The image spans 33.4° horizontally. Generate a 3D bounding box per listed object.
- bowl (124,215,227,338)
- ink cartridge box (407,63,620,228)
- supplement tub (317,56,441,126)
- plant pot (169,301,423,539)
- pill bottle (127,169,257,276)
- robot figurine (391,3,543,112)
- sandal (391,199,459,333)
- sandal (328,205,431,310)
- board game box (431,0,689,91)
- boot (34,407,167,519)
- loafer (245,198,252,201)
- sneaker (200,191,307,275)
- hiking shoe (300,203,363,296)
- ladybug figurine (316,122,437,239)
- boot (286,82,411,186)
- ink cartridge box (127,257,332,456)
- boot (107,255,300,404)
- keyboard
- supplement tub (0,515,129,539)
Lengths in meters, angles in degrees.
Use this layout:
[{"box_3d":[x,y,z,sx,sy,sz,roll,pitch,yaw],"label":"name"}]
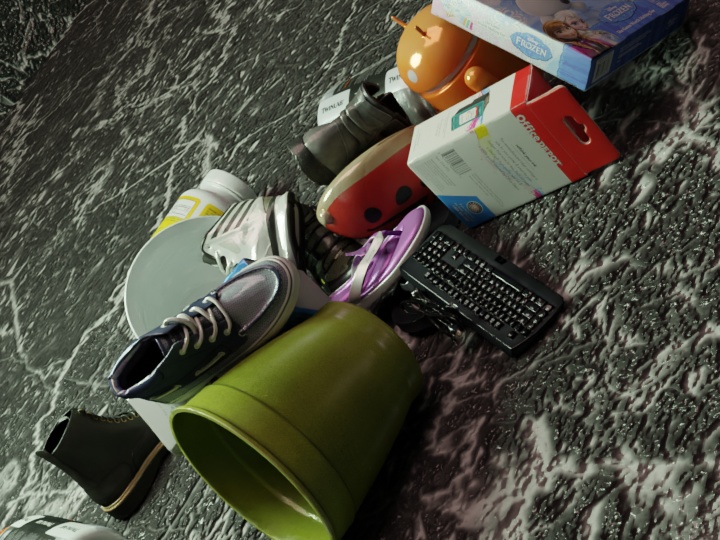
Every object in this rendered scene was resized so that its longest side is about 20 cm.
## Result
[{"box_3d":[-0.180,0.042,1.448,0.201,0.201,0.090,-59,-8,-22],"label":"bowl"},{"box_3d":[0.164,-0.136,1.273,0.200,0.116,0.067,-24,36,35],"label":"ink cartridge box"},{"box_3d":[0.052,-0.204,1.508,0.200,0.123,0.123,-18,39,44],"label":"supplement tub"},{"box_3d":[-0.044,0.137,1.152,0.193,0.200,0.200,-47,26,-27],"label":"plant pot"},{"box_3d":[-0.231,-0.040,1.695,0.112,0.112,0.200,0,52,54],"label":"pill bottle"},{"box_3d":[0.123,-0.226,1.351,0.117,0.200,0.144,-31,38,45],"label":"robot figurine"},{"box_3d":[0.064,-0.009,1.322,0.076,0.043,0.200,-28,33,31],"label":"sandal"},{"box_3d":[0.001,0.003,1.319,0.203,0.050,0.082,-49,24,16],"label":"sandal"},{"box_3d":[0.214,-0.284,1.279,0.199,0.043,0.200,32,47,27],"label":"board game box"},{"box_3d":[-0.297,0.182,1.470,0.077,0.138,0.200,-22,36,39],"label":"boot"},{"box_3d":[-0.139,-0.004,1.563,0.076,0.068,0.200,97,-178,-63],"label":"loafer"},{"box_3d":[-0.124,0.012,1.392,0.115,0.076,0.201,-6,73,15],"label":"sneaker"},{"box_3d":[-0.052,-0.029,1.446,0.076,0.101,0.200,-50,29,-5],"label":"hiking shoe"},{"box_3d":[0.036,-0.097,1.394,0.200,0.072,0.136,-33,-20,-25],"label":"ladybug figurine"},{"box_3d":[0.009,-0.144,1.429,0.132,0.200,0.070,-37,72,11],"label":"boot"},{"box_3d":[-0.128,0.092,1.263,0.084,0.145,0.200,45,101,20],"label":"ink cartridge box"},{"box_3d":[-0.148,0.059,1.147,0.200,0.090,0.073,-44,70,13],"label":"boot"},{"box_3d":[0.104,0.019,1.193,0.104,0.040,0.200,-50,41,-4],"label":"keyboard"},{"box_3d":[-0.339,0.340,1.342,0.200,0.123,0.123,-6,48,50],"label":"supplement tub"}]
